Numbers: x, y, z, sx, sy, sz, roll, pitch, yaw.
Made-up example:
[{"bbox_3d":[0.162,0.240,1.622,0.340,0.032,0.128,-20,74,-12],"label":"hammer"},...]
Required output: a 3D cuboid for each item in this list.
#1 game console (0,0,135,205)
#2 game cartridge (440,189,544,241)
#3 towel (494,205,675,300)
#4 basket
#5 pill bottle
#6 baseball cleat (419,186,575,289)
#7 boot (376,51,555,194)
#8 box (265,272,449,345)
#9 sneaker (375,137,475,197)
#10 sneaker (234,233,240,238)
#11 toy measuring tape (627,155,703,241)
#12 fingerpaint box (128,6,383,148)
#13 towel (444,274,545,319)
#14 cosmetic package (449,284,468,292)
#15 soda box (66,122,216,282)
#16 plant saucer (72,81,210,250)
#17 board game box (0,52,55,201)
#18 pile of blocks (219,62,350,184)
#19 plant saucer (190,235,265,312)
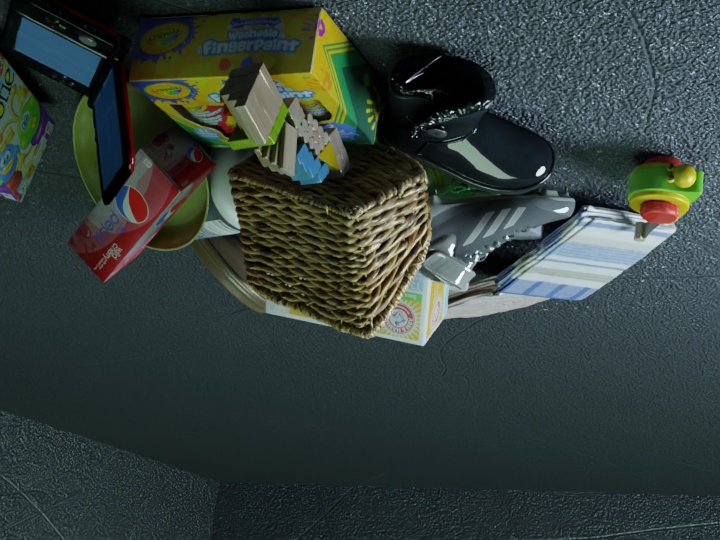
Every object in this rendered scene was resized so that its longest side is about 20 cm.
[{"bbox_3d":[-0.291,-0.167,1.476,0.171,0.120,0.200,26,165,-12],"label":"game console"},{"bbox_3d":[0.142,-0.066,1.751,0.132,0.041,0.200,9,177,23],"label":"game cartridge"},{"bbox_3d":[0.271,-0.019,1.819,0.146,0.024,0.200,7,150,-29],"label":"towel"},{"bbox_3d":[-0.021,-0.044,1.548,0.199,0.150,0.142,19,-142,41],"label":"basket"},{"bbox_3d":[-0.151,-0.101,1.701,0.199,0.121,0.119,-7,157,41],"label":"pill bottle"},{"bbox_3d":[0.133,-0.035,1.598,0.198,0.108,0.070,-4,177,-1],"label":"baseball cleat"},{"bbox_3d":[0.114,-0.146,1.498,0.198,0.077,0.168,16,166,-3],"label":"boot"},{"bbox_3d":[0.000,0.000,1.726,0.198,0.113,0.101,11,-154,16],"label":"box"},{"bbox_3d":[0.078,-0.101,1.646,0.198,0.084,0.074,4,159,11],"label":"sneaker"},{"bbox_3d":[-0.108,-0.040,1.951,0.199,0.076,0.077,25,154,-38],"label":"sneaker"},{"bbox_3d":[0.315,-0.076,1.644,0.073,0.074,0.200,10,163,-7],"label":"toy measuring tape"},{"bbox_3d":[-0.101,-0.185,1.481,0.198,0.074,0.167,1,161,23],"label":"fingerpaint box"},{"bbox_3d":[0.197,0.032,1.996,0.199,0.033,0.190,-5,170,-36],"label":"towel"},{"bbox_3d":[0.072,-0.013,1.881,0.104,0.072,0.200,8,178,-8],"label":"cosmetic package"},{"bbox_3d":[-0.238,-0.071,1.611,0.063,0.070,0.200,47,135,0],"label":"soda box"},{"bbox_3d":[-0.236,-0.119,1.652,0.199,0.201,0.031,-7,-159,41],"label":"plant saucer"},{"bbox_3d":[-0.423,-0.168,1.614,0.102,0.106,0.200,17,165,12],"label":"board game box"},{"bbox_3d":[-0.082,-0.121,1.412,0.062,0.083,0.200,-5,159,27],"label":"pile of blocks"},{"bbox_3d":[-0.163,-0.021,1.883,0.029,0.201,0.200,-39,147,11],"label":"plant saucer"}]
